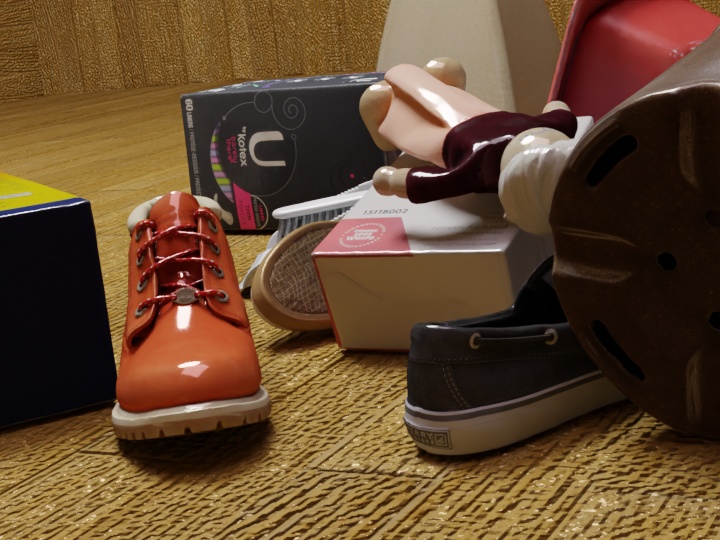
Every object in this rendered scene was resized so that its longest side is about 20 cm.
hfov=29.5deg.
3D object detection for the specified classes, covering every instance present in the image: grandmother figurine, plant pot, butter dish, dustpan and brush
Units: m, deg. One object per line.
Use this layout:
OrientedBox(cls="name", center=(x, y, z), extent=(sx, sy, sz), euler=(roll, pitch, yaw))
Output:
OrientedBox(cls="grandmother figurine", center=(0.064, -0.068, 0.732), extent=(0.121, 0.061, 0.200), euler=(-32, 27, -11))
OrientedBox(cls="plant pot", center=(0.132, -0.255, 1.659), extent=(0.200, 0.177, 0.200), euler=(0, 14, 32))
OrientedBox(cls="butter dish", center=(0.236, -0.120, 1.048), extent=(0.148, 0.200, 0.200), euler=(28, 30, 28))
OrientedBox(cls="dustpan and brush", center=(0.008, -0.048, 0.970), extent=(0.200, 0.057, 0.140), euler=(-14, 11, 6))
OrientedBox(cls="plant pot", center=(0.196, -0.032, 0.593), extent=(0.200, 0.201, 0.198), euler=(4, 23, 41))

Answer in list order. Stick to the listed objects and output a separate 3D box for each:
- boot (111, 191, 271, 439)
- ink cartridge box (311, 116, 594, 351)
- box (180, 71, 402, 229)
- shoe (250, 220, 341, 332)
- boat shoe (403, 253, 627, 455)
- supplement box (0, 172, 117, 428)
OrientedBox(cls="boot", center=(-0.090, 0.019, 0.678), extent=(0.075, 0.107, 0.200), euler=(-7, 13, -9))
OrientedBox(cls="ink cartridge box", center=(0.071, -0.033, 0.797), extent=(0.116, 0.068, 0.200), euler=(0, 30, 29))
OrientedBox(cls="box", center=(-0.039, -0.102, 1.164), extent=(0.200, 0.122, 0.106), euler=(0, 13, 31))
OrientedBox(cls="shoe", center=(0.000, 0.000, 0.858), extent=(0.200, 0.070, 0.053), euler=(-27, -20, -48))
OrientedBox(cls="boat shoe", center=(0.094, 0.025, 0.638), extent=(0.200, 0.066, 0.070), euler=(-16, 15, -37))
OrientedBox(cls="supplement box", center=(-0.222, 0.013, 0.762), extent=(0.109, 0.109, 0.200), euler=(-12, 13, -26))
